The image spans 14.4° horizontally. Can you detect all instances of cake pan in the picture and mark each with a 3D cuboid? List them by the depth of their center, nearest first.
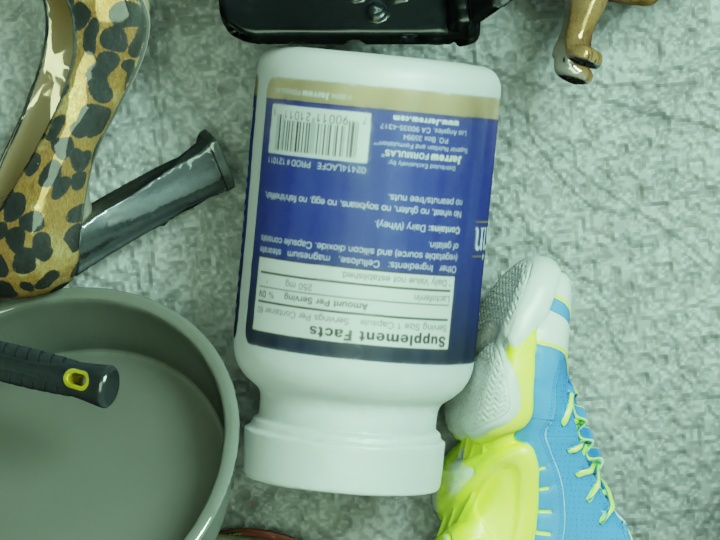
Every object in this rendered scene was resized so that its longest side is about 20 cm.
[{"bbox_3d":[-0.147,0.098,1.313,0.199,0.037,0.201,-9,51,11],"label":"cake pan"}]

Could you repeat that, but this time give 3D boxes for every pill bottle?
[{"bbox_3d":[0.000,0.000,1.322,0.115,0.116,0.201,6,94,0],"label":"pill bottle"}]

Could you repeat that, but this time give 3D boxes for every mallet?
[{"bbox_3d":[-0.198,0.025,1.326,0.199,0.041,0.066,4,83,26],"label":"mallet"}]

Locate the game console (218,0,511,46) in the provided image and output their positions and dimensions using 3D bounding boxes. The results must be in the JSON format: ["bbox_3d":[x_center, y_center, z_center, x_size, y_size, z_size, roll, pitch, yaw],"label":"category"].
[{"bbox_3d":[0.022,-0.214,1.273,0.175,0.116,0.201,0,67,2],"label":"game console"}]

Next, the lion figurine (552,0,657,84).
[{"bbox_3d":[0.076,-0.161,1.335,0.199,0.072,0.123,16,81,5],"label":"lion figurine"}]

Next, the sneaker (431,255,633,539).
[{"bbox_3d":[0.090,0.096,1.357,0.105,0.076,0.201,14,101,-13],"label":"sneaker"}]

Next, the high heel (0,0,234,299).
[{"bbox_3d":[-0.163,-0.091,1.333,0.142,0.071,0.201,-28,102,-7],"label":"high heel"}]

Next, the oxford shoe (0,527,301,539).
[{"bbox_3d":[-0.085,0.158,1.351,0.199,0.075,0.071,7,94,0],"label":"oxford shoe"}]
